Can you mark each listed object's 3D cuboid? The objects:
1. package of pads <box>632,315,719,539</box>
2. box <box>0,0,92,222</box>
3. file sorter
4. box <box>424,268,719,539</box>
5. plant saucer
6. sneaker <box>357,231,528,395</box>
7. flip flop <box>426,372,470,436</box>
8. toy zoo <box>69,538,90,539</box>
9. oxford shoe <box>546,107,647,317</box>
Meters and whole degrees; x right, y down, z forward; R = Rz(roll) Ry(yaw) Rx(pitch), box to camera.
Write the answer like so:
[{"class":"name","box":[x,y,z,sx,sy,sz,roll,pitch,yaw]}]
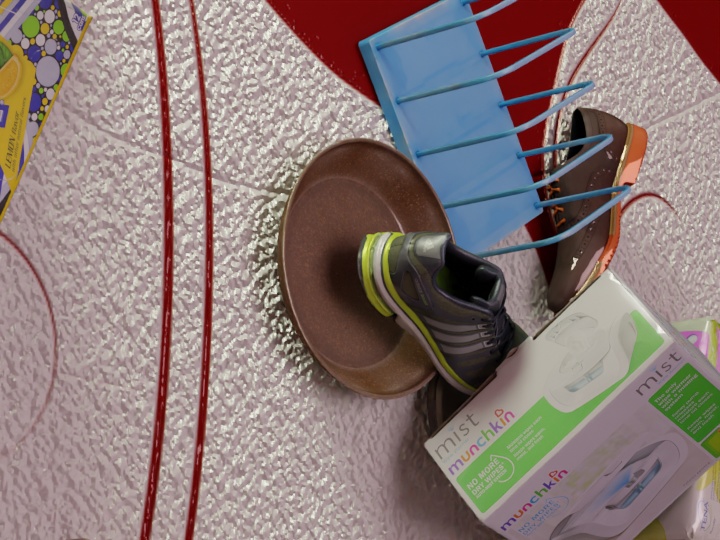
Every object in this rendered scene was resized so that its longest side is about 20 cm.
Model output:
[{"class":"package of pads","box":[0.244,0.143,1.736,0.068,0.154,0.200,29,62,-41]},{"class":"box","box":[-0.245,-0.089,1.293,0.070,0.064,0.200,36,65,-38]},{"class":"file sorter","box":[0.115,-0.122,1.674,0.139,0.123,0.200,-33,107,-46]},{"class":"box","box":[0.180,0.123,1.616,0.176,0.200,0.097,38,11,-51]},{"class":"plant saucer","box":[0.000,0.000,1.586,0.200,0.037,0.201,12,74,-47]},{"class":"sneaker","box":[0.085,0.036,1.584,0.200,0.081,0.074,38,56,-36]},{"class":"flip flop","box":[0.126,0.103,1.684,0.200,0.058,0.081,-7,87,-45]},{"class":"toy zoo","box":[-0.167,0.291,1.352,0.131,0.020,0.200,36,57,-38]},{"class":"oxford shoe","box":[0.185,-0.049,1.792,0.072,0.071,0.200,26,62,-12]}]
